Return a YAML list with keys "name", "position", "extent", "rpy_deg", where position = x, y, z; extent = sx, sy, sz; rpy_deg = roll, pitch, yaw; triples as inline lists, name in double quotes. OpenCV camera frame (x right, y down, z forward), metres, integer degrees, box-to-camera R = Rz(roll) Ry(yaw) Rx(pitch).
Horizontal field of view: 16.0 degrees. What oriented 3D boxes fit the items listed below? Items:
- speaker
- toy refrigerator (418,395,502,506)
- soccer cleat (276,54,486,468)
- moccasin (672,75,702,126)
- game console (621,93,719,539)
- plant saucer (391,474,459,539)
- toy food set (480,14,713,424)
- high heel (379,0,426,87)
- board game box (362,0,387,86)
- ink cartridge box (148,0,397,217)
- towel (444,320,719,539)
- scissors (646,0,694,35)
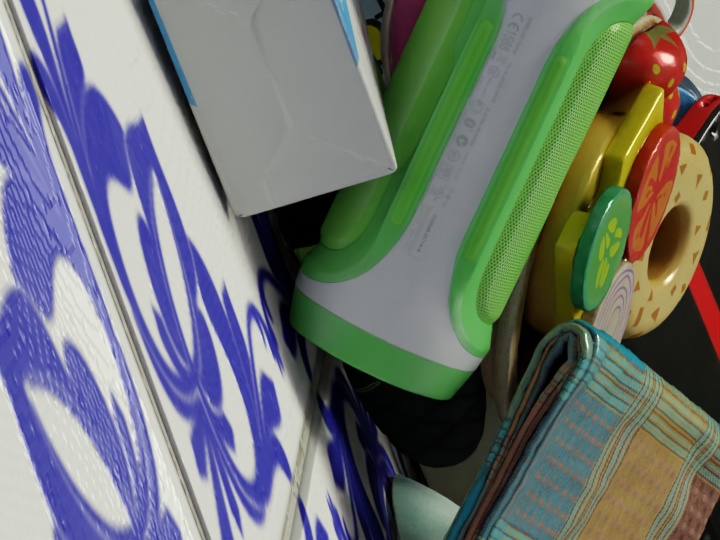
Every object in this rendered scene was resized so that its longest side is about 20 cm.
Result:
- name: "speaker"
  position: [0.046, -0.055, 1.005]
  extent: [0.088, 0.088, 0.201]
  rpy_deg: [-50, 165, -83]
- name: "toy refrigerator"
  position: [0.079, 0.134, 1.353]
  extent: [0.200, 0.070, 0.076]
  rpy_deg: [64, 2, -56]
- name: "soccer cleat"
  position: [0.000, 0.000, 1.093]
  extent: [0.081, 0.067, 0.201]
  rpy_deg: [-46, 121, -61]
- name: "moccasin"
  position: [0.087, -0.065, 1.354]
  extent: [0.068, 0.199, 0.081]
  rpy_deg: [-78, 146, -61]
- name: "game console"
  position: [0.170, 0.038, 1.304]
  extent: [0.177, 0.031, 0.201]
  rpy_deg: [-52, 130, -35]
- name: "plant saucer"
  position: [0.063, 0.185, 1.182]
  extent: [0.201, 0.038, 0.202]
  rpy_deg: [-18, 90, -85]
- name: "toy food set"
  position: [0.106, -0.012, 1.123]
  extent: [0.201, 0.048, 0.198]
  rpy_deg: [85, 29, -51]
- name: "high heel"
  position: [0.050, -0.118, 1.065]
  extent: [0.067, 0.095, 0.201]
  rpy_deg: [-90, 165, -78]
- name: "board game box"
  position: [0.014, -0.090, 1.238]
  extent: [0.105, 0.102, 0.201]
  rpy_deg: [-93, 164, -67]
- name: "ink cartridge box"
  position: [-0.043, -0.129, 0.999]
  extent: [0.201, 0.067, 0.116]
  rpy_deg: [-101, 173, -53]
- name: "towel"
  position: [0.096, 0.111, 1.077]
  extent: [0.022, 0.147, 0.200]
  rpy_deg: [24, -5, 32]
- name: "scissors"
  position: [0.124, -0.160, 1.302]
  extent: [0.014, 0.073, 0.200]
  rpy_deg: [33, -9, 35]
